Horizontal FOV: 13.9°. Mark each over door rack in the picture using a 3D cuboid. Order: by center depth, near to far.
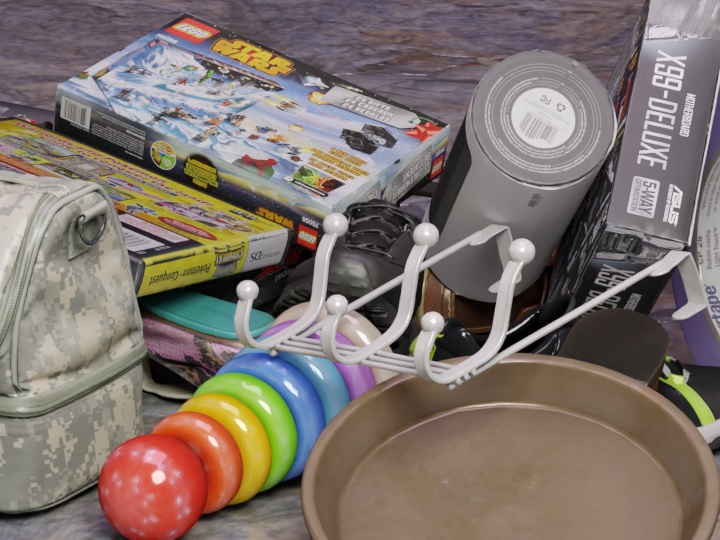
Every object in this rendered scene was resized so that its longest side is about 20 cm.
[{"bbox_3d":[0.054,0.003,1.503,0.200,0.067,0.148,-15,17,-41],"label":"over door rack"}]

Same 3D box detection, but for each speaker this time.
[{"bbox_3d":[0.086,-0.049,1.657,0.081,0.081,0.200,1,-18,-7],"label":"speaker"}]

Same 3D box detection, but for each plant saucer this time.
[{"bbox_3d":[0.072,0.111,1.409,0.200,0.029,0.200,-2,38,1],"label":"plant saucer"}]

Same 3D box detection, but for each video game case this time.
[{"bbox_3d":[-0.164,-0.038,1.659,0.200,0.026,0.181,22,15,21],"label":"video game case"}]

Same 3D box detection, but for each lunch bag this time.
[{"bbox_3d":[-0.218,0.019,1.530,0.200,0.168,0.139,11,18,28],"label":"lunch bag"}]

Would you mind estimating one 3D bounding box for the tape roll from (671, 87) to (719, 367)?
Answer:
[{"bbox_3d":[0.257,-0.012,1.655,0.085,0.200,0.200,-5,18,-22],"label":"tape roll"}]

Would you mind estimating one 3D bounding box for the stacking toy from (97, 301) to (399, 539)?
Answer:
[{"bbox_3d":[-0.061,0.084,1.506,0.085,0.085,0.200,12,24,28],"label":"stacking toy"}]

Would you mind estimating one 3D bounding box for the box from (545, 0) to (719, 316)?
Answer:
[{"bbox_3d":[0.152,-0.046,1.664,0.050,0.158,0.200,15,-27,-2],"label":"box"}]

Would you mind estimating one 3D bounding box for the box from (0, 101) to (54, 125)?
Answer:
[{"bbox_3d":[-0.272,-0.077,2.029,0.200,0.050,0.158,12,18,29],"label":"box"}]

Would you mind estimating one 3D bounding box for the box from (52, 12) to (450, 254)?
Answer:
[{"bbox_3d":[-0.066,-0.084,1.781,0.200,0.040,0.137,25,36,24],"label":"box"}]

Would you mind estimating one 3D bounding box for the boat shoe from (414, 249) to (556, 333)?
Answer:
[{"bbox_3d":[0.096,-0.001,1.819,0.068,0.072,0.200,9,15,27],"label":"boat shoe"}]

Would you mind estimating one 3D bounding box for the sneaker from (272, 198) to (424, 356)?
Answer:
[{"bbox_3d":[0.000,0.000,1.661,0.076,0.091,0.200,16,-6,4],"label":"sneaker"}]

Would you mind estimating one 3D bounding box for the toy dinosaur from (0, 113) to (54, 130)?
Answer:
[{"bbox_3d":[-0.177,-0.058,1.838,0.200,0.102,0.136,21,-4,13],"label":"toy dinosaur"}]

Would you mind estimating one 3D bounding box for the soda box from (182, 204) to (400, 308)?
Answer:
[{"bbox_3d":[-0.065,-0.025,1.798,0.200,0.071,0.063,-25,50,-38],"label":"soda box"}]

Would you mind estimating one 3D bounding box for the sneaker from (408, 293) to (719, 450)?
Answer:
[{"bbox_3d":[0.126,0.055,1.610,0.200,0.083,0.072,-2,17,-15],"label":"sneaker"}]

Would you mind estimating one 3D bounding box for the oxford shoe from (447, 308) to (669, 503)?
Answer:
[{"bbox_3d":[0.102,0.100,1.503,0.071,0.071,0.200,23,39,22],"label":"oxford shoe"}]

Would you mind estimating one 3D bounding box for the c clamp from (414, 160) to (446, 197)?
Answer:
[{"bbox_3d":[0.005,-0.018,1.884,0.200,0.027,0.171,2,42,-9],"label":"c clamp"}]

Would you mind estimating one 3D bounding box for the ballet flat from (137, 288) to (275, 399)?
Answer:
[{"bbox_3d":[-0.126,0.031,1.670,0.200,0.071,0.069,25,29,32],"label":"ballet flat"}]
